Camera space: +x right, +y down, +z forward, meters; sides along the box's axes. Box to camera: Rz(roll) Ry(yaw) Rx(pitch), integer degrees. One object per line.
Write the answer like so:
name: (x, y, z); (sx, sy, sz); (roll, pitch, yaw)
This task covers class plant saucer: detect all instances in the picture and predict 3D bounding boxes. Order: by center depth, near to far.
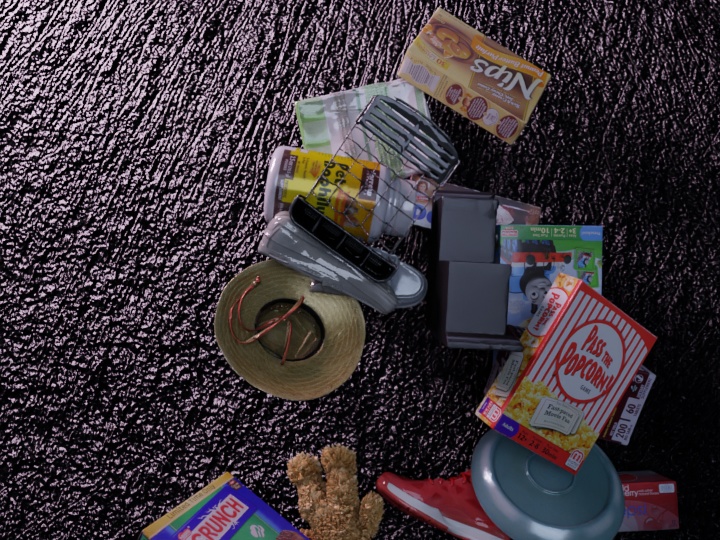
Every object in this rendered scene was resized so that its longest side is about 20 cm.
plant saucer: (0.244, 0.265, 0.810); (0.197, 0.028, 0.201); (3, 39, -2)

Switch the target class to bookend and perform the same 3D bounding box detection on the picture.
bookend: (0.144, -0.011, 0.807); (0.091, 0.199, 0.203); (3, 91, -1)

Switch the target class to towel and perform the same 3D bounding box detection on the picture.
towel: (0.012, -0.202, 0.927); (0.197, 0.031, 0.151); (-12, 82, -5)

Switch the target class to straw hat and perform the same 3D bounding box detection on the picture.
straw hat: (-0.099, 0.084, 0.846); (0.198, 0.085, 0.204); (7, 68, -16)

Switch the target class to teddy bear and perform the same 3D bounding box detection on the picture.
teddy bear: (-0.034, 0.331, 0.824); (0.143, 0.067, 0.203); (0, 85, 3)

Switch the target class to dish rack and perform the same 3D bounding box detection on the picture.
dish rack: (0.024, -0.107, 0.775); (0.153, 0.055, 0.201); (35, 97, -8)

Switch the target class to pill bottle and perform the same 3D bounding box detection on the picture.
pill bottle: (-0.027, -0.100, 0.858); (0.197, 0.109, 0.111); (9, 81, -3)

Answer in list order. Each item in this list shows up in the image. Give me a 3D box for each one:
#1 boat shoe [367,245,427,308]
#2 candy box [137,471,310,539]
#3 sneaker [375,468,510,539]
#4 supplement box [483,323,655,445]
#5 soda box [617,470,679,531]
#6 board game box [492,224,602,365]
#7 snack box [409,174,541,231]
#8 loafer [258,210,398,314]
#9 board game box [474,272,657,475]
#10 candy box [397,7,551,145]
boat shoe: (0.000, -0.002, 0.879); (0.200, 0.065, 0.075); (23, 81, 0)
candy box: (-0.144, 0.355, 0.741); (0.199, 0.169, 0.078); (32, 107, 16)
sneaker: (0.124, 0.292, 0.851); (0.198, 0.078, 0.116); (29, 69, -6)
supplement box: (0.280, 0.155, 0.850); (0.197, 0.061, 0.110); (15, 103, -7)
soda box: (0.319, 0.313, 0.850); (0.197, 0.070, 0.064); (-1, 85, -4)
board game box: (0.265, 0.037, 0.891); (0.149, 0.037, 0.203); (0, 91, -3)
snack box: (0.162, -0.080, 0.920); (0.197, 0.024, 0.073); (14, 85, -1)
loafer: (-0.040, 0.001, 0.819); (0.199, 0.070, 0.070); (34, 104, -8)
board game box: (0.253, 0.128, 0.766); (0.151, 0.046, 0.201); (31, 90, -24)
candy box: (0.168, -0.286, 0.919); (0.199, 0.055, 0.116); (32, 61, 1)
